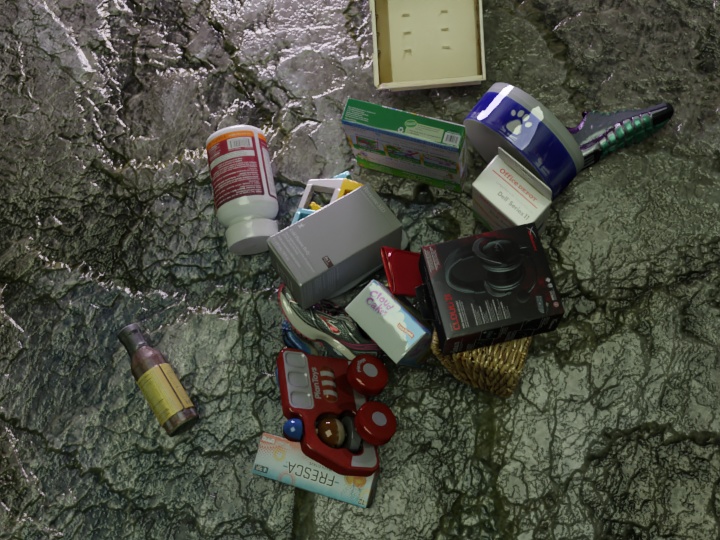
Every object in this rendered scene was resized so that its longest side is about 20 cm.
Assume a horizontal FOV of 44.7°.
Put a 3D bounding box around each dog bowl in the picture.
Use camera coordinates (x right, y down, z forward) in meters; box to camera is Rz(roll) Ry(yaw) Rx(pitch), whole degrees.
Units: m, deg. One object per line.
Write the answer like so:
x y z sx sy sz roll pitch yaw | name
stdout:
0.263 -0.205 1.419 0.200 0.200 0.079 42 87 15 | dog bowl

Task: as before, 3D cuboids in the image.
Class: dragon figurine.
-0.105 0.174 1.450 0.097 0.059 0.204 7 77 10 | dragon figurine

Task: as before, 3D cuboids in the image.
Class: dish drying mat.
0.098 0.007 1.398 0.018 0.199 0.078 -22 73 30 | dish drying mat

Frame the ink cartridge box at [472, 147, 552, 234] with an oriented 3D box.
0.239 -0.106 1.397 0.117 0.200 0.067 43 85 16 | ink cartridge box

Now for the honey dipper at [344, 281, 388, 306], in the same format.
0.026 0.036 1.478 0.197 0.038 0.038 -29 74 2 | honey dipper

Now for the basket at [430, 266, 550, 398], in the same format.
0.200 0.080 1.382 0.146 0.143 0.203 17 67 8 | basket

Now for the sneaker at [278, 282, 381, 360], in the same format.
-0.050 0.081 1.432 0.199 0.081 0.075 37 109 -9 | sneaker

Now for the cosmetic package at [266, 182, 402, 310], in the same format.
-0.038 -0.040 1.395 0.198 0.091 0.107 -33 64 -16 | cosmetic package

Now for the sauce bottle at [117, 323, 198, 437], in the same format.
-0.346 0.182 1.481 0.064 0.065 0.202 -33 73 -1 | sauce bottle

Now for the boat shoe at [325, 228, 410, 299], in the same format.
0.000 0.000 1.477 0.198 0.057 0.069 -30 50 0 | boat shoe

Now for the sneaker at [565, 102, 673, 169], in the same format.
0.424 -0.251 1.475 0.197 0.075 0.089 -26 69 2 | sneaker

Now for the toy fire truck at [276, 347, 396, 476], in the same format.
-0.045 0.216 1.330 0.165 0.113 0.203 9 48 -23 | toy fire truck

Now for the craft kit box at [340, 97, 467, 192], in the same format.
0.078 -0.203 1.447 0.196 0.198 0.049 16 75 11 | craft kit box

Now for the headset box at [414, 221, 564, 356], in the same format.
0.179 0.029 1.285 0.196 0.078 0.152 -11 66 -5 | headset box

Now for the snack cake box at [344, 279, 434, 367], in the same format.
0.059 0.086 1.373 0.067 0.200 0.115 -45 75 5 | snack cake box

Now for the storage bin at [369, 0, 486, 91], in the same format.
0.114 -0.422 1.517 0.194 0.094 0.205 -3 97 7 | storage bin

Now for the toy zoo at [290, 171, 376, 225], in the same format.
-0.050 -0.087 1.499 0.129 0.021 0.203 9 61 20 | toy zoo

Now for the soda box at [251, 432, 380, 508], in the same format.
-0.070 0.321 1.406 0.196 0.064 0.070 15 79 12 | soda box

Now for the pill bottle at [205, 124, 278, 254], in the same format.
-0.201 -0.138 1.516 0.107 0.110 0.204 -13 74 5 | pill bottle
